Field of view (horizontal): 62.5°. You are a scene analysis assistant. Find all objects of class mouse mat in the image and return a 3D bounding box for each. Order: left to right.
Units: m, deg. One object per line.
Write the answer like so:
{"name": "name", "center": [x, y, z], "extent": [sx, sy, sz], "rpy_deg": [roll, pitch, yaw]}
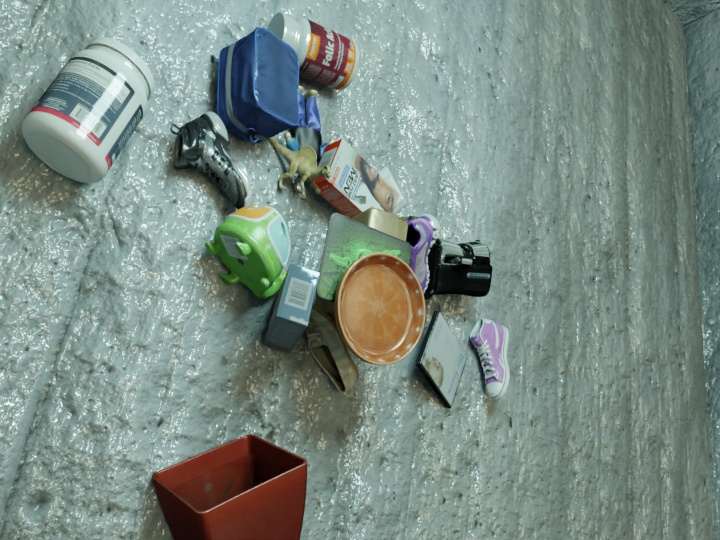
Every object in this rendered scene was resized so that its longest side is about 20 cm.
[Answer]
{"name": "mouse mat", "center": [0.012, -0.003, 1.122], "extent": [0.195, 0.007, 0.167], "rpy_deg": [19, 72, -30]}

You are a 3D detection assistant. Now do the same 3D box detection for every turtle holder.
{"name": "turtle holder", "center": [-0.187, -0.034, 1.121], "extent": [0.187, 0.139, 0.133], "rpy_deg": [49, 53, -17]}

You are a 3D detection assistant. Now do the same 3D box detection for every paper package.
{"name": "paper package", "center": [0.000, 0.000, 1.233], "extent": [0.101, 0.189, 0.207], "rpy_deg": [20, 67, -27]}

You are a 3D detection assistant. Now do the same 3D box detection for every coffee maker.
{"name": "coffee maker", "center": [0.217, 0.017, 1.466], "extent": [0.195, 0.135, 0.197], "rpy_deg": [5, 116, -37]}

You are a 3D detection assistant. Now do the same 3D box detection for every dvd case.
{"name": "dvd case", "center": [0.197, 0.215, 1.417], "extent": [0.202, 0.017, 0.145], "rpy_deg": [55, 49, -40]}

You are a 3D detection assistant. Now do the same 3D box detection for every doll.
{"name": "doll", "center": [-0.113, -0.295, 1.305], "extent": [0.133, 0.048, 0.208], "rpy_deg": [5, 76, -38]}

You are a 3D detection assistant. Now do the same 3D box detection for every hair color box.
{"name": "hair color box", "center": [-0.130, 0.075, 1.099], "extent": [0.059, 0.200, 0.102], "rpy_deg": [17, 66, -10]}
{"name": "hair color box", "center": [-0.008, -0.179, 1.315], "extent": [0.199, 0.063, 0.114], "rpy_deg": [39, 59, -33]}

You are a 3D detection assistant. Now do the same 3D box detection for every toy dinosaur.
{"name": "toy dinosaur", "center": [-0.131, -0.216, 1.248], "extent": [0.058, 0.197, 0.104], "rpy_deg": [-7, 125, -59]}

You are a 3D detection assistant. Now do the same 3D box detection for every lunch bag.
{"name": "lunch bag", "center": [-0.209, -0.357, 1.190], "extent": [0.134, 0.129, 0.208], "rpy_deg": [19, 66, -51]}

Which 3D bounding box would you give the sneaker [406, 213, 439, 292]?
{"name": "sneaker", "center": [0.117, -0.029, 1.361], "extent": [0.087, 0.079, 0.208], "rpy_deg": [-3, 108, -53]}

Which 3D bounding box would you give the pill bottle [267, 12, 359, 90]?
{"name": "pill bottle", "center": [-0.108, -0.485, 1.313], "extent": [0.195, 0.113, 0.119], "rpy_deg": [8, 74, -38]}

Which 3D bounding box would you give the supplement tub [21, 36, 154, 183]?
{"name": "supplement tub", "center": [-0.438, -0.261, 0.969], "extent": [0.139, 0.138, 0.205], "rpy_deg": [36, 59, -26]}

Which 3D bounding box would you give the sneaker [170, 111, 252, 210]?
{"name": "sneaker", "center": [-0.287, -0.194, 1.123], "extent": [0.112, 0.075, 0.205], "rpy_deg": [-25, 90, -39]}

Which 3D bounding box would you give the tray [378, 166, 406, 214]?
{"name": "tray", "center": [0.039, -0.161, 1.415], "extent": [0.200, 0.022, 0.109], "rpy_deg": [-43, 108, -38]}

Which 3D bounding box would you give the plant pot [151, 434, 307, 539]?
{"name": "plant pot", "center": [-0.206, 0.411, 0.976], "extent": [0.196, 0.197, 0.183], "rpy_deg": [-12, 99, -40]}

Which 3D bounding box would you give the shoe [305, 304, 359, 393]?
{"name": "shoe", "center": [-0.067, 0.160, 1.217], "extent": [0.053, 0.069, 0.204], "rpy_deg": [-44, 110, -45]}

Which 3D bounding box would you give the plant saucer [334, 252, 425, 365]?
{"name": "plant saucer", "center": [0.036, 0.071, 1.104], "extent": [0.195, 0.032, 0.208], "rpy_deg": [5, 81, -32]}

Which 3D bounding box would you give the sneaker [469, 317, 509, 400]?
{"name": "sneaker", "center": [0.323, 0.223, 1.531], "extent": [0.112, 0.072, 0.206], "rpy_deg": [25, 54, -28]}

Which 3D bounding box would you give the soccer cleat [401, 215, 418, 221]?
{"name": "soccer cleat", "center": [0.086, -0.067, 1.413], "extent": [0.199, 0.067, 0.075], "rpy_deg": [-39, 127, -42]}
